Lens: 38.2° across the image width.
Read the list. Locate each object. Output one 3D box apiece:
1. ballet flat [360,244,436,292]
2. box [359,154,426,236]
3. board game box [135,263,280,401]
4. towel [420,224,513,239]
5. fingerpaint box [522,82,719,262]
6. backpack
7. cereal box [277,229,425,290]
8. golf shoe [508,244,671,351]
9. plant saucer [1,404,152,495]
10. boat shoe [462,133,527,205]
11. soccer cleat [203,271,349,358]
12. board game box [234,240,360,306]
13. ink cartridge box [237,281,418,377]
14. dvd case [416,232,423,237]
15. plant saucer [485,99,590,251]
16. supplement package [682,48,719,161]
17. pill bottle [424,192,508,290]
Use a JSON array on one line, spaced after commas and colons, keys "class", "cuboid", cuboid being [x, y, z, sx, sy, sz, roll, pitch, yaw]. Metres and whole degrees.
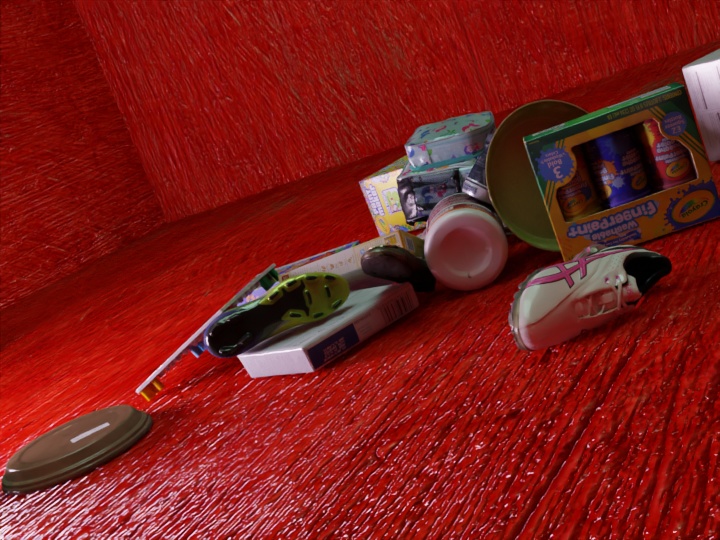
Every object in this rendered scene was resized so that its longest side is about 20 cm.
[{"class": "ballet flat", "cuboid": [0.053, -0.010, 1.359, 0.067, 0.046, 0.200, -2, -12, 24]}, {"class": "box", "cuboid": [0.141, -0.165, 1.978, 0.192, 0.122, 0.200, -15, 13, 37]}, {"class": "board game box", "cuboid": [-0.212, 0.087, 1.491, 0.200, 0.026, 0.200, -42, 2, 24]}, {"class": "towel", "cuboid": [0.201, -0.088, 1.624, 0.191, 0.032, 0.200, -7, 21, 18]}, {"class": "fingerpaint box", "cuboid": [0.321, -0.117, 1.280, 0.200, 0.167, 0.073, -18, 9, 12]}, {"class": "backpack", "cuboid": [0.165, -0.159, 1.595, 0.200, 0.151, 0.178, -3, 22, 17]}, {"class": "cereal box", "cuboid": [0.000, 0.000, 1.500, 0.200, 0.040, 0.144, -19, -15, 21]}, {"class": "golf shoe", "cuboid": [0.229, 0.020, 1.040, 0.200, 0.073, 0.092, -29, 15, -36]}, {"class": "plant saucer", "cuboid": [-0.360, 0.220, 1.312, 0.200, 0.030, 0.200, -20, 11, 4]}, {"class": "boat shoe", "cuboid": [0.236, -0.120, 1.436, 0.200, 0.091, 0.071, 16, 14, -37]}, {"class": "soccer cleat", "cuboid": [-0.111, 0.053, 1.348, 0.200, 0.065, 0.084, -25, 3, -9]}, {"class": "board game box", "cuboid": [-0.098, 0.016, 1.756, 0.200, 0.045, 0.134, -18, 11, 16]}, {"class": "ink cartridge box", "cuboid": [-0.055, 0.080, 1.374, 0.196, 0.043, 0.200, -30, 11, -37]}, {"class": "dvd case", "cuboid": [0.137, -0.050, 1.683, 0.200, 0.025, 0.150, -30, 14, -36]}, {"class": "plant saucer", "cuboid": [0.251, -0.122, 1.368, 0.200, 0.200, 0.031, -25, 2, -18]}, {"class": "supplement package", "cuboid": [0.603, -0.262, 1.485, 0.152, 0.151, 0.200, -28, 13, -33]}, {"class": "pill bottle", "cuboid": [0.143, -0.047, 1.430, 0.109, 0.110, 0.200, -20, 11, 9]}]
